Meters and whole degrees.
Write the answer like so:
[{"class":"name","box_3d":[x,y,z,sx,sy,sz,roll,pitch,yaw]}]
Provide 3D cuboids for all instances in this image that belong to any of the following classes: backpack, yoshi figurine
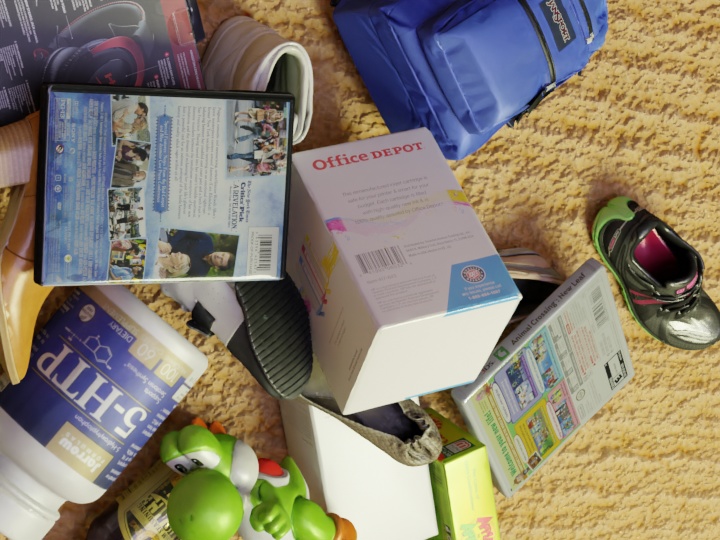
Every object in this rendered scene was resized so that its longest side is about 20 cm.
[{"class":"backpack","box_3d":[0.112,-0.200,1.301,0.200,0.168,0.163,-38,121,-21]},{"class":"yoshi figurine","box_3d":[-0.094,0.205,1.277,0.112,0.112,0.200,-47,127,1]}]

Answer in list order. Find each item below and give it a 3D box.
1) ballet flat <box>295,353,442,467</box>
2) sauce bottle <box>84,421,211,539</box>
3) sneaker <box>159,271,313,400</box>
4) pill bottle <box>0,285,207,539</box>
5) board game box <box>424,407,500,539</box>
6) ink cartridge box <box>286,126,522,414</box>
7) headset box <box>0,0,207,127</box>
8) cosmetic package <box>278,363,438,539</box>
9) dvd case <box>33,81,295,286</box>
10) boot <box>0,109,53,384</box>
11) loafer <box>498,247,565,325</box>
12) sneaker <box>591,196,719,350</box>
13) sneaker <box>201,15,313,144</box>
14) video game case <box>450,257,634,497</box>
[{"class":"ballet flat","box_3d":[-0.013,0.098,1.291,0.200,0.046,0.068,37,75,-12]},{"class":"sauce bottle","box_3d":[-0.183,0.215,1.326,0.200,0.066,0.066,-43,120,-11]},{"class":"sneaker","box_3d":[-0.110,0.016,1.244,0.074,0.088,0.201,-36,101,-49]},{"class":"pill bottle","box_3d":[-0.226,0.111,1.230,0.120,0.120,0.200,43,83,-31]},{"class":"board game box","box_3d":[0.085,0.240,1.458,0.047,0.102,0.201,-19,113,-22]},{"class":"ink cartridge box","box_3d":[0.016,-0.011,1.265,0.128,0.201,0.125,-12,148,-24]},{"class":"headset box","box_3d":[-0.210,-0.169,1.187,0.199,0.075,0.149,-22,115,-21]},{"class":"cosmetic package","box_3d":[-0.005,0.152,1.392,0.107,0.085,0.201,-16,113,-22]},{"class":"dvd case","box_3d":[-0.140,-0.062,1.147,0.199,0.018,0.144,-1,99,-31]},{"class":"boot","box_3d":[-0.212,-0.022,1.157,0.143,0.071,0.202,-14,115,-24]},{"class":"loafer","box_3d":[0.115,0.022,1.394,0.199,0.063,0.072,-15,124,-46]},{"class":"sneaker","box_3d":[0.295,0.014,1.513,0.077,0.084,0.200,-49,121,-6]},{"class":"sneaker","box_3d":[-0.103,-0.098,1.245,0.073,0.115,0.201,14,100,-33]},{"class":"video game case","box_3d":[0.175,0.104,1.469,0.182,0.022,0.200,-43,144,-11]}]
